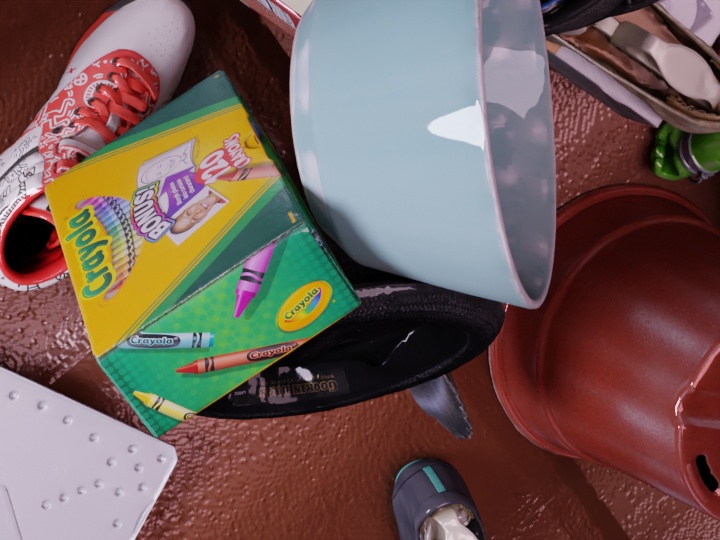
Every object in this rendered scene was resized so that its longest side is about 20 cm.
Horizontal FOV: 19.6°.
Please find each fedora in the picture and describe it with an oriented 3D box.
[{"bbox_3d":[-0.024,0.012,1.139,0.200,0.201,0.092,-1,69,-26],"label":"fedora"}]

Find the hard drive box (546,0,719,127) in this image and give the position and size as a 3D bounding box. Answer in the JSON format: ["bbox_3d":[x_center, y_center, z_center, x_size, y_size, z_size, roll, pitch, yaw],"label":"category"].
[{"bbox_3d":[0.169,-0.216,1.299,0.155,0.077,0.201,32,92,-13],"label":"hard drive box"}]

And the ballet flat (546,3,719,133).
[{"bbox_3d":[0.152,-0.149,1.235,0.199,0.062,0.068,31,94,-13],"label":"ballet flat"}]

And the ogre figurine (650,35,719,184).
[{"bbox_3d":[0.266,-0.145,1.373,0.200,0.120,0.098,-48,119,-4],"label":"ogre figurine"}]

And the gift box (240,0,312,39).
[{"bbox_3d":[-0.036,-0.246,1.133,0.200,0.185,0.187,37,90,1],"label":"gift box"}]

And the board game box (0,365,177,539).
[{"bbox_3d":[-0.240,0.156,1.270,0.199,0.026,0.201,28,93,-30],"label":"board game box"}]

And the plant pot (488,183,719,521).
[{"bbox_3d":[0.218,0.064,1.373,0.200,0.195,0.202,-9,110,-24],"label":"plant pot"}]

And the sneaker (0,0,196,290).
[{"bbox_3d":[-0.151,-0.072,1.193,0.201,0.108,0.067,-47,121,-6],"label":"sneaker"}]

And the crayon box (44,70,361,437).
[{"bbox_3d":[-0.085,-0.014,1.054,0.118,0.200,0.058,-33,121,2],"label":"crayon box"}]

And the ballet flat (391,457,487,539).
[{"bbox_3d":[0.071,0.222,1.423,0.073,0.073,0.201,-25,116,-17],"label":"ballet flat"}]

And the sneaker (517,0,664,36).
[{"bbox_3d":[0.077,-0.159,1.161,0.112,0.199,0.073,-22,98,-57],"label":"sneaker"}]

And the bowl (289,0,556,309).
[{"bbox_3d":[0.030,-0.077,1.026,0.104,0.201,0.202,-5,113,15],"label":"bowl"}]

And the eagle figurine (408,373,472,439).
[{"bbox_3d":[-0.003,0.001,1.286,0.199,0.151,0.153,20,87,-19],"label":"eagle figurine"}]
